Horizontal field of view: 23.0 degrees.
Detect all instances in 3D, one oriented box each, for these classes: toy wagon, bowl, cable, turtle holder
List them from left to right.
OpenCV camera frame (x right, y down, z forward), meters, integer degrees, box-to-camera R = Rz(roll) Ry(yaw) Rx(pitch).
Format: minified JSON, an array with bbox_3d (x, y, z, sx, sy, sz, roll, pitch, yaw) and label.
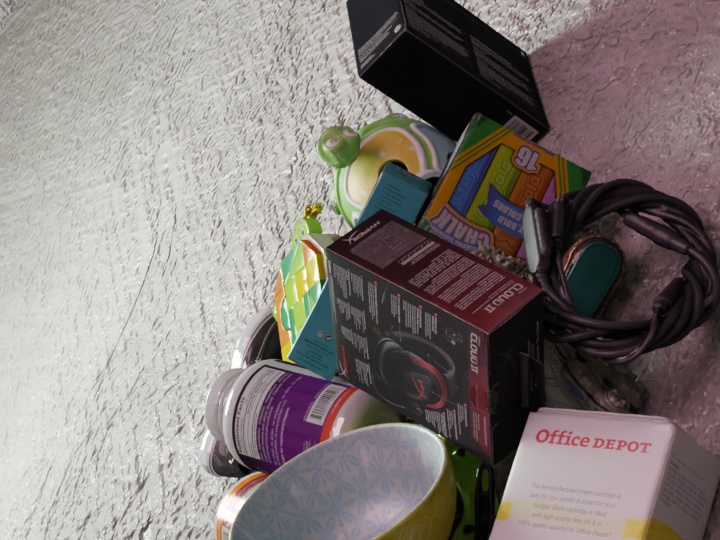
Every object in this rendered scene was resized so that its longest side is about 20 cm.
[{"bbox_3d":[-0.050,0.025,1.815,0.155,0.040,0.200,-45,49,55],"label":"toy wagon"},{"bbox_3d":[0.001,0.230,1.498,0.200,0.108,0.200,-21,23,10],"label":"bowl"},{"bbox_3d":[0.045,-0.094,1.789,0.141,0.186,0.132,-33,24,-9],"label":"turtle holder"},{"bbox_3d":[0.220,0.004,1.479,0.200,0.163,0.051,-95,10,-45],"label":"cable"}]

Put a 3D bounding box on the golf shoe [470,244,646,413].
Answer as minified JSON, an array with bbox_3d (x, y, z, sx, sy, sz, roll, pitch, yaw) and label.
[{"bbox_3d":[0.144,0.072,1.510,0.200,0.078,0.097,51,129,15],"label":"golf shoe"}]

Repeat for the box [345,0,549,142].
[{"bbox_3d":[0.088,-0.211,1.814,0.079,0.200,0.141,-42,33,29],"label":"box"}]

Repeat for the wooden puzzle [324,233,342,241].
[{"bbox_3d":[-0.002,0.069,1.811,0.185,0.046,0.200,-165,78,-64],"label":"wooden puzzle"}]

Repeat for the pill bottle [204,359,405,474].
[{"bbox_3d":[-0.054,0.150,1.714,0.200,0.112,0.113,11,72,40],"label":"pill bottle"}]

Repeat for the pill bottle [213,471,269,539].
[{"bbox_3d":[-0.053,0.263,1.692,0.200,0.109,0.110,12,74,60],"label":"pill bottle"}]

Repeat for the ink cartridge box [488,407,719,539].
[{"bbox_3d":[0.180,0.217,1.374,0.145,0.083,0.200,1,64,45],"label":"ink cartridge box"}]

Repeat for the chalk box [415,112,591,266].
[{"bbox_3d":[0.106,-0.016,1.618,0.200,0.124,0.125,-63,1,-22],"label":"chalk box"}]

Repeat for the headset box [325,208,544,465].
[{"bbox_3d":[0.071,0.059,1.474,0.200,0.149,0.075,27,49,35],"label":"headset box"}]

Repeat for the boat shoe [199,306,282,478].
[{"bbox_3d":[-0.112,0.137,1.953,0.066,0.070,0.200,9,67,41],"label":"boat shoe"}]

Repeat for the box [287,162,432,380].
[{"bbox_3d":[0.000,0.000,1.670,0.200,0.049,0.082,-63,0,11],"label":"box"}]

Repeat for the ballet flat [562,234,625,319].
[{"bbox_3d":[0.174,0.058,1.592,0.200,0.070,0.065,-55,2,3],"label":"ballet flat"}]

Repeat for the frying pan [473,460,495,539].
[{"bbox_3d":[0.114,0.259,1.461,0.115,0.031,0.190,19,77,21],"label":"frying pan"}]

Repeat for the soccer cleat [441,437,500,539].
[{"bbox_3d":[0.091,0.220,1.552,0.081,0.067,0.200,123,148,-57],"label":"soccer cleat"}]

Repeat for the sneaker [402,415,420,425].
[{"bbox_3d":[0.060,0.144,1.653,0.077,0.082,0.200,-9,56,54],"label":"sneaker"}]
